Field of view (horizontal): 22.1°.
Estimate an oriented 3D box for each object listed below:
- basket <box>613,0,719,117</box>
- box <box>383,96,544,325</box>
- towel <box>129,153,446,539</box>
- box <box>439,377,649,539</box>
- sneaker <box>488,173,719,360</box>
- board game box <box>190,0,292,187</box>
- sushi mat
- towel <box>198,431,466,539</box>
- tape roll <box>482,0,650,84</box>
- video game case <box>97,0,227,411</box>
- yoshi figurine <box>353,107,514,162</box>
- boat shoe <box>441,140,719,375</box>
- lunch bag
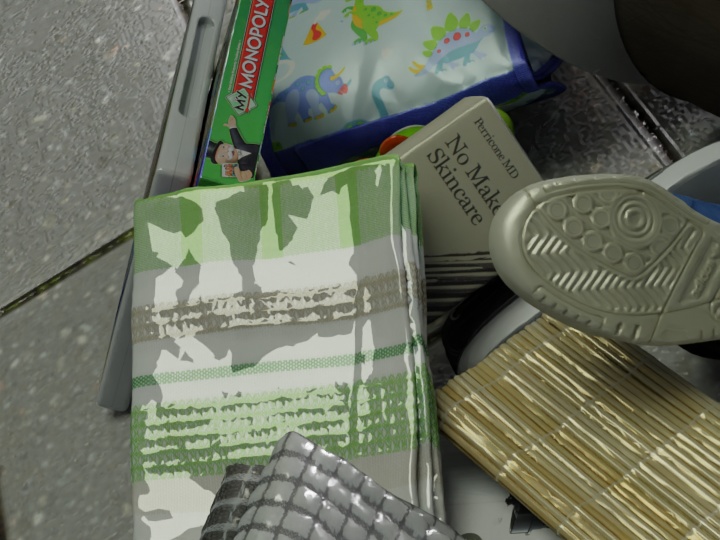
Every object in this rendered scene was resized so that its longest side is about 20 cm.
[{"bbox_3d":[0.247,-0.111,0.903,0.136,0.180,0.200,-54,47,3],"label":"basket"},{"bbox_3d":[0.000,0.000,0.928,0.200,0.082,0.068,-37,6,-1],"label":"box"},{"bbox_3d":[-0.039,0.049,0.850,0.149,0.031,0.201,-8,70,12],"label":"towel"},{"bbox_3d":[0.045,0.122,0.872,0.199,0.060,0.117,-8,44,31],"label":"box"},{"bbox_3d":[0.142,0.001,0.850,0.111,0.199,0.077,161,110,-73],"label":"sneaker"},{"bbox_3d":[-0.076,-0.062,1.015,0.029,0.200,0.135,14,64,-7],"label":"board game box"},{"bbox_3d":[0.121,0.086,0.798,0.096,0.012,0.200,-36,47,-18],"label":"sushi mat"},{"bbox_3d":[0.009,0.185,0.731,0.086,0.200,0.166,-37,24,42],"label":"towel"},{"bbox_3d":[0.127,-0.200,1.043,0.066,0.200,0.201,-50,26,35],"label":"tape roll"},{"bbox_3d":[-0.116,-0.047,1.092,0.022,0.200,0.182,14,44,-8],"label":"video game case"},{"bbox_3d":[0.020,-0.019,1.040,0.200,0.113,0.112,-28,-5,31],"label":"yoshi figurine"},{"bbox_3d":[0.125,-0.007,0.954,0.200,0.070,0.066,-41,39,4],"label":"boat shoe"},{"bbox_3d":[0.031,-0.136,1.107,0.169,0.128,0.200,-20,29,19],"label":"lunch bag"}]
